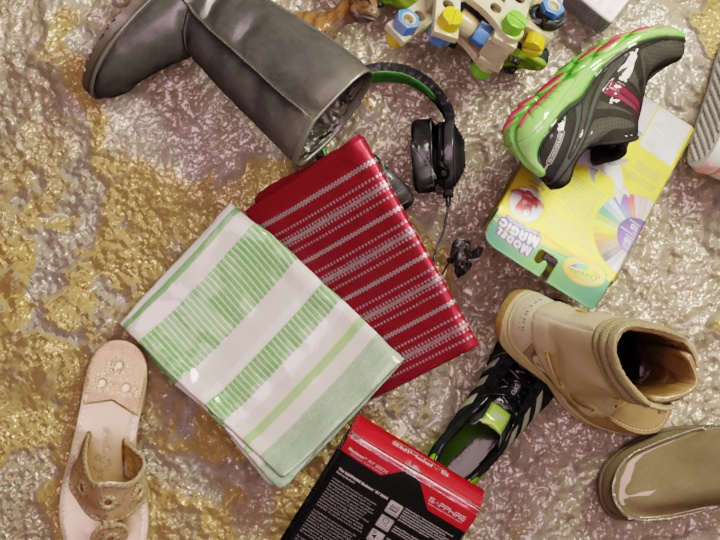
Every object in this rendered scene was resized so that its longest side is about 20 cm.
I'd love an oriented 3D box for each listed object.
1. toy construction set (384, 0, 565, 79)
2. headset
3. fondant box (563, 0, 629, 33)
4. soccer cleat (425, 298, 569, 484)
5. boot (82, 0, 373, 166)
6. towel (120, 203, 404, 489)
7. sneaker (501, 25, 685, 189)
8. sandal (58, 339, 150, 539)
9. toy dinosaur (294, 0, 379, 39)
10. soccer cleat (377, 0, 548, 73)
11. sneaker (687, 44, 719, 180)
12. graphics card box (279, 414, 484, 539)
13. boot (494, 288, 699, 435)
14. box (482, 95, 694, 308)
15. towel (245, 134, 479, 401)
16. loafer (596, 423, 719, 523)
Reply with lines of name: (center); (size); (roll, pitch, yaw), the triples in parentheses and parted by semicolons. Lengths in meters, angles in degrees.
toy construction set: (0.108, -0.241, 1.604); (0.131, 0.092, 0.201); (25, 68, -7)
headset: (0.038, -0.084, 1.660); (0.123, 0.094, 0.201); (-29, 78, -3)
fondant box: (0.177, -0.323, 1.695); (0.200, 0.058, 0.145); (39, 87, 1)
soccer cleat: (0.121, 0.111, 1.662); (0.067, 0.081, 0.200); (36, 86, -1)
boot: (-0.112, -0.157, 1.636); (0.200, 0.073, 0.182); (44, 106, 9)
towel: (-0.086, 0.061, 1.656); (0.200, 0.023, 0.153); (43, 93, 12)
sneaker: (0.198, -0.135, 1.631); (0.200, 0.077, 0.084); (-39, 103, -26)
sandal: (-0.212, 0.164, 1.649); (0.077, 0.070, 0.213); (4, 87, -2)
toy dinosaur: (-0.071, -0.192, 1.682); (0.199, 0.060, 0.107); (-5, 86, 18)
soccer cleat: (0.077, -0.237, 1.676); (0.199, 0.068, 0.081); (29, 81, 1)
sneaker: (0.358, -0.158, 1.693); (0.104, 0.075, 0.201); (24, 80, -15)
graphics card box: (0.000, 0.231, 1.629); (0.125, 0.051, 0.201); (30, 111, -1)
boot: (0.220, 0.087, 1.602); (0.200, 0.155, 0.073); (39, 75, -33)
box: (0.186, -0.067, 1.654); (0.117, 0.048, 0.200); (33, 61, -1)
towel: (0.000, 0.000, 1.647); (0.144, 0.022, 0.201); (-29, 91, 39)
loafer: (0.297, 0.163, 1.675); (0.199, 0.067, 0.077); (-17, 88, -3)
